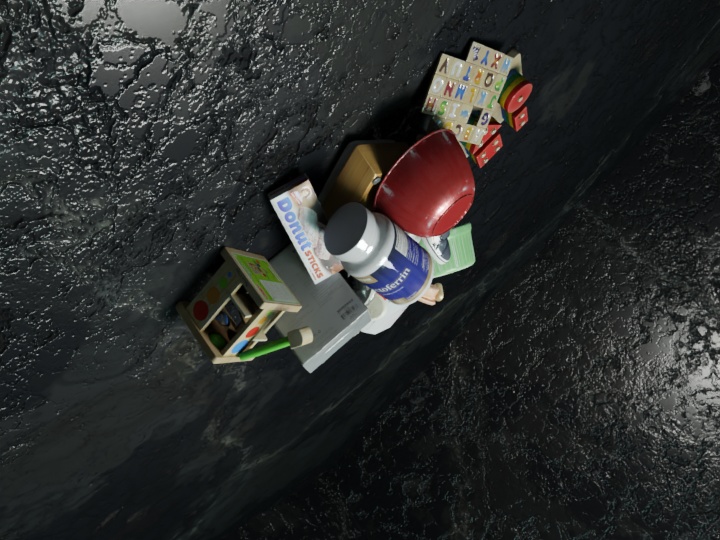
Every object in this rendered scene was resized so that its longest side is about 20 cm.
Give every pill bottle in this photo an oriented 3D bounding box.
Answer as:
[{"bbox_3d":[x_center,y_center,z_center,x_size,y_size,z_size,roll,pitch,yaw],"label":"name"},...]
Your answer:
[{"bbox_3d":[0.033,-0.028,0.987,0.116,0.117,0.199,-45,134,12],"label":"pill bottle"}]

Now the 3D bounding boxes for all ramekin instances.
[{"bbox_3d":[0.190,-0.043,1.417,0.195,0.100,0.200,-16,-177,1],"label":"ramekin"}]

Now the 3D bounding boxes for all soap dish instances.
[{"bbox_3d":[0.004,-0.138,1.037,0.156,0.082,0.201,-17,149,-50],"label":"soap dish"}]

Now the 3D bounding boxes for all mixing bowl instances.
[{"bbox_3d":[0.129,-0.133,1.005,0.198,0.109,0.201,-36,160,-15],"label":"mixing bowl"}]

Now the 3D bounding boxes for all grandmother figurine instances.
[{"bbox_3d":[0.110,0.043,1.322,0.197,0.062,0.120,9,158,-41],"label":"grandmother figurine"}]

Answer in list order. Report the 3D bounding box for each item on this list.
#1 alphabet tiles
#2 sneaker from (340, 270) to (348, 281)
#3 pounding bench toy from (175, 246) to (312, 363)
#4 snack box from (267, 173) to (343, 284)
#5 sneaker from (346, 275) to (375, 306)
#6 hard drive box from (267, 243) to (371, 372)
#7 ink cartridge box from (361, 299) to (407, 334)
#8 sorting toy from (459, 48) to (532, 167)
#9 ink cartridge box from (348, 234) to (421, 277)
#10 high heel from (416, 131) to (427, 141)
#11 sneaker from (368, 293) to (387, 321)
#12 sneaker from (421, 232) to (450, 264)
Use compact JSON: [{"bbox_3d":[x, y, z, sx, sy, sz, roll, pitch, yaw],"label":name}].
[{"bbox_3d":[0.190,-0.320,1.031,0.197,0.008,0.171,-3,122,-44],"label":"alphabet tiles"},{"bbox_3d":[-0.072,0.019,1.206,0.076,0.086,0.202,-22,153,-42],"label":"sneaker"},{"bbox_3d":[-0.191,0.095,0.968,0.156,0.201,0.124,-46,160,12],"label":"pounding bench toy"},{"bbox_3d":[-0.085,-0.065,0.967,0.071,0.025,0.202,-27,133,-3],"label":"snack box"},{"bbox_3d":[0.000,0.000,1.131,0.086,0.076,0.201,17,121,-39],"label":"sneaker"},{"bbox_3d":[-0.098,0.058,1.067,0.155,0.201,0.077,-37,161,-7],"label":"hard drive box"},{"bbox_3d":[0.054,0.103,1.438,0.199,0.057,0.163,-25,157,-55],"label":"ink cartridge box"},{"bbox_3d":[0.279,-0.322,1.200,0.200,0.070,0.198,-45,160,7],"label":"sorting toy"},{"bbox_3d":[0.037,-0.051,1.271,0.197,0.085,0.146,-22,152,-43],"label":"ink cartridge box"},{"bbox_3d":[0.165,-0.239,1.124,0.094,0.069,0.200,-22,165,6],"label":"high heel"},{"bbox_3d":[-0.027,0.084,1.329,0.194,0.079,0.111,-2,172,12],"label":"sneaker"},{"bbox_3d":[0.161,-0.108,1.225,0.078,0.202,0.079,-21,-156,25],"label":"sneaker"}]
